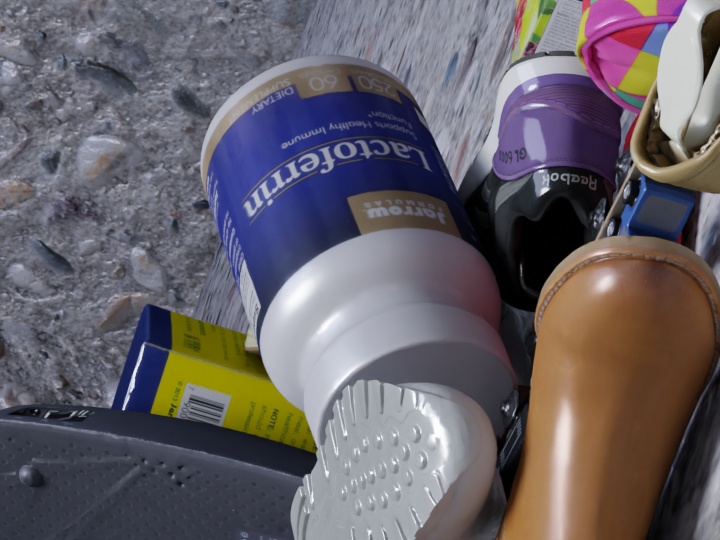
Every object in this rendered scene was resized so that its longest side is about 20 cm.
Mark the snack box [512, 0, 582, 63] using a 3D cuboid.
[{"bbox_3d":[0.134,-0.208,1.420,0.200,0.053,0.142,-83,14,-56],"label":"snack box"}]

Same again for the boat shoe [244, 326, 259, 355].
[{"bbox_3d":[-0.016,0.016,1.352,0.200,0.073,0.063,-45,-33,-84],"label":"boat shoe"}]

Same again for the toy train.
[{"bbox_3d":[0.095,0.027,1.077,0.046,0.034,0.200,-89,18,-55],"label":"toy train"}]

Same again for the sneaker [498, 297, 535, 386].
[{"bbox_3d":[0.053,0.016,1.327,0.200,0.070,0.080,-102,-11,-67],"label":"sneaker"}]

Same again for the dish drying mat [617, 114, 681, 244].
[{"bbox_3d":[0.127,-0.006,1.132,0.077,0.018,0.200,115,170,-50],"label":"dish drying mat"}]

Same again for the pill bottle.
[{"bbox_3d":[0.000,0.000,1.197,0.200,0.116,0.116,-112,35,-45],"label":"pill bottle"}]

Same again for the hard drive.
[{"bbox_3d":[-0.085,0.132,1.244,0.042,0.200,0.135,-57,-26,-55],"label":"hard drive"}]

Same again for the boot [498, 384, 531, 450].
[{"bbox_3d":[0.042,0.145,1.223,0.076,0.074,0.200,-92,21,-44],"label":"boot"}]

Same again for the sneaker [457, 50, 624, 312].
[{"bbox_3d":[0.081,-0.014,1.194,0.200,0.076,0.088,90,-176,-62],"label":"sneaker"}]

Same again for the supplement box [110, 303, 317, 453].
[{"bbox_3d":[-0.035,0.105,1.347,0.109,0.200,0.110,-114,41,-80],"label":"supplement box"}]

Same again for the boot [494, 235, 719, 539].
[{"bbox_3d":[0.083,0.097,0.965,0.200,0.077,0.155,112,174,-47],"label":"boot"}]

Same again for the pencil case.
[{"bbox_3d":[0.149,-0.156,1.092,0.088,0.088,0.200,120,164,-59],"label":"pencil case"}]

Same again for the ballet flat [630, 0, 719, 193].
[{"bbox_3d":[0.157,-0.111,0.955,0.069,0.063,0.200,49,132,41],"label":"ballet flat"}]

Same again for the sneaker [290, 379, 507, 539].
[{"bbox_3d":[0.029,0.092,1.070,0.200,0.080,0.076,126,138,-66],"label":"sneaker"}]
